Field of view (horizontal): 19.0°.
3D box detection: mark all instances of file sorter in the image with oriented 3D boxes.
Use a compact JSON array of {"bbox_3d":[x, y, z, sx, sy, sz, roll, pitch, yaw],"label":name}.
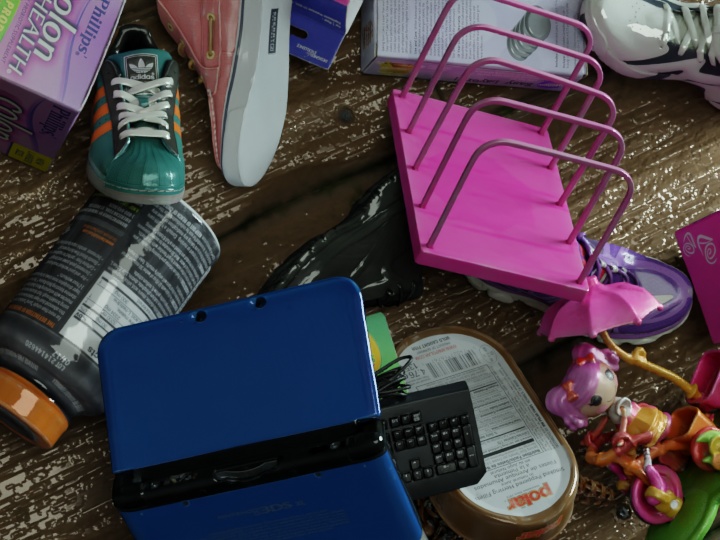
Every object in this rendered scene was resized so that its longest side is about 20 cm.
[{"bbox_3d":[0.116,-0.100,1.636,0.138,0.126,0.201,13,38,-18],"label":"file sorter"}]

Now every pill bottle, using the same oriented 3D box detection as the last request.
[{"bbox_3d":[-0.199,0.032,1.588,0.106,0.106,0.201,38,72,-6],"label":"pill bottle"}]

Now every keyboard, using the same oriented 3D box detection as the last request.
[{"bbox_3d":[-0.012,0.128,1.554,0.198,0.040,0.105,-14,94,-4],"label":"keyboard"}]

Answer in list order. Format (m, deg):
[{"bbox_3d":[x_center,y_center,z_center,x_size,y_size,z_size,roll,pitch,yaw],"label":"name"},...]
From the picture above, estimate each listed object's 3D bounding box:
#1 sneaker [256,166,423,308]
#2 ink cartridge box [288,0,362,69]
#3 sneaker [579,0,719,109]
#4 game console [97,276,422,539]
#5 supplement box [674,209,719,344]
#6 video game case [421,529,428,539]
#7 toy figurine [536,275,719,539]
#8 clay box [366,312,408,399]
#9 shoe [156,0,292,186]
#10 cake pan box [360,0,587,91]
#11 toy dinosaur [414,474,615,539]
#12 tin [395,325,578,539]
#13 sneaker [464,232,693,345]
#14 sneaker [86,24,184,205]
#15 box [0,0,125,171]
[{"bbox_3d":[0.000,0.000,1.671,0.200,0.076,0.091,-39,95,-18],"label":"sneaker"},{"bbox_3d":[-0.025,-0.268,1.705,0.094,0.037,0.201,24,85,13],"label":"ink cartridge box"},{"bbox_3d":[0.286,-0.192,1.742,0.198,0.129,0.080,27,65,-22],"label":"sneaker"},{"bbox_3d":[-0.071,0.121,1.530,0.198,0.171,0.119,-13,42,12],"label":"game console"},{"bbox_3d":[0.371,-0.020,1.745,0.199,0.101,0.104,-17,84,-31],"label":"supplement box"},{"bbox_3d":[-0.029,0.200,1.586,0.142,0.018,0.201,-28,96,-3],"label":"video game case"},{"bbox_3d":[0.209,0.096,1.658,0.184,0.150,0.201,36,75,-15],"label":"toy figurine"},{"bbox_3d":[-0.063,0.111,1.612,0.199,0.048,0.116,-16,92,-5],"label":"clay box"},{"bbox_3d":[-0.109,-0.170,1.680,0.090,0.071,0.202,10,99,24],"label":"shoe"},{"bbox_3d":[0.091,-0.254,1.760,0.183,0.052,0.202,2,78,-18],"label":"cake pan box"},{"bbox_3d":[0.096,0.178,1.655,0.198,0.102,0.137,-11,64,5],"label":"toy dinosaur"},{"bbox_3d":[0.088,0.124,1.638,0.111,0.042,0.201,-19,54,-19],"label":"tin"},{"bbox_3d":[0.177,0.006,1.714,0.199,0.083,0.081,13,76,-14],"label":"sneaker"},{"bbox_3d":[-0.166,-0.117,1.577,0.071,0.200,0.080,1,118,-14],"label":"sneaker"},{"bbox_3d":[-0.290,-0.172,1.566,0.199,0.176,0.097,22,73,-11],"label":"box"}]
